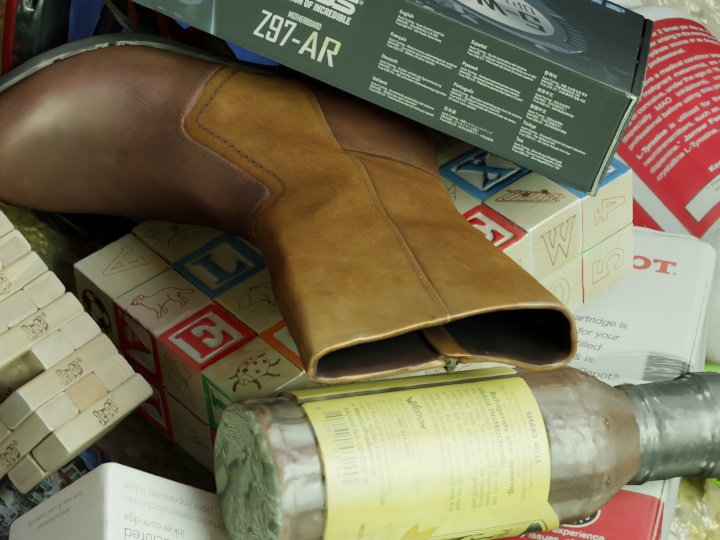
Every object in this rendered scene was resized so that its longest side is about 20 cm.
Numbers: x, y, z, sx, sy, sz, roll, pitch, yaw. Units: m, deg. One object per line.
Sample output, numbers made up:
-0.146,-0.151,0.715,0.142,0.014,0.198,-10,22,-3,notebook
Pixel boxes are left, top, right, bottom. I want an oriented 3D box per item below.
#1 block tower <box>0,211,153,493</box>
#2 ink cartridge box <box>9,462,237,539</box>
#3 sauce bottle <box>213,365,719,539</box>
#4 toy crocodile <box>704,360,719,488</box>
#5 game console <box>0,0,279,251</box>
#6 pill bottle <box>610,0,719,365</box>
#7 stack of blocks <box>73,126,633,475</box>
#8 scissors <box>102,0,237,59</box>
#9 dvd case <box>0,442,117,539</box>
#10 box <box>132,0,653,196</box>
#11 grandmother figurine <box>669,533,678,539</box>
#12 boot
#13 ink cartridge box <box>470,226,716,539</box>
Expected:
-0.169,-0.008,0.888,0.200,0.054,0.058,51,40,2,block tower
-0.063,0.182,0.838,0.117,0.067,0.200,21,53,-36,ink cartridge box
0.048,0.067,0.872,0.200,0.065,0.065,-5,62,-22,sauce bottle
0.208,0.048,1.199,0.068,0.062,0.200,48,40,-2,toy crocodile
-0.076,-0.106,1.030,0.119,0.172,0.200,13,46,0,game console
0.152,-0.057,1.167,0.112,0.112,0.200,-4,44,-43,pill bottle
0.000,0.000,0.964,0.200,0.059,0.115,-31,46,-26,stack of blocks
-0.088,-0.104,0.965,0.200,0.014,0.073,57,35,-43,scissors
-0.163,0.082,0.881,0.200,0.018,0.143,44,42,-7,dvd case
0.016,-0.106,0.958,0.200,0.044,0.160,23,19,2,box
0.112,0.195,1.009,0.121,0.061,0.200,39,44,-25,grandmother figurine
-0.042,-0.011,0.873,0.188,0.069,0.200,1,32,-22,boot
0.062,0.069,0.990,0.144,0.084,0.200,9,44,12,ink cartridge box
